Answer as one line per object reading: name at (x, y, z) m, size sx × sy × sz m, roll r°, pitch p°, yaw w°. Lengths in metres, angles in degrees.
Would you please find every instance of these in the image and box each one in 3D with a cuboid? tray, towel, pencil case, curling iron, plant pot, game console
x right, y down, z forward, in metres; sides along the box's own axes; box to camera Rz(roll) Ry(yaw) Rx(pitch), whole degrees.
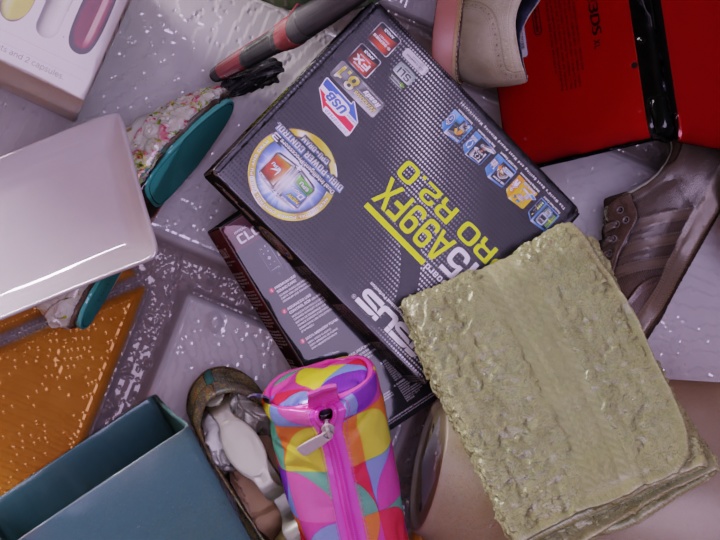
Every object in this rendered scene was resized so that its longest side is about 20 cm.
tray at (-0.231, -0.021, 1.603) m, size 0.199 × 0.022 × 0.108 m, roll -21°, pitch 71°, yaw 13°
towel at (0.123, 0.078, 1.547) m, size 0.148 × 0.037 × 0.201 m, roll -24°, pitch 71°, yaw -11°
pencil case at (-0.009, 0.154, 1.582) m, size 0.088 × 0.088 × 0.201 m, roll -18°, pitch 109°, yaw -10°
curling iron at (-0.037, -0.162, 1.605) m, size 0.049 × 0.200 × 0.026 m, roll -15°, pitch 79°, yaw -39°
plant pot at (0.139, 0.149, 1.619) m, size 0.199 × 0.187 × 0.189 m, roll 11°, pitch 87°, yaw -9°
plant pot at (-0.133, 0.213, 1.598) m, size 0.141 × 0.141 × 0.201 m, roll -33°, pitch 102°, yaw -9°
game console at (0.187, -0.168, 1.696) m, size 0.171 × 0.119 × 0.201 m, roll -13°, pitch 72°, yaw 20°

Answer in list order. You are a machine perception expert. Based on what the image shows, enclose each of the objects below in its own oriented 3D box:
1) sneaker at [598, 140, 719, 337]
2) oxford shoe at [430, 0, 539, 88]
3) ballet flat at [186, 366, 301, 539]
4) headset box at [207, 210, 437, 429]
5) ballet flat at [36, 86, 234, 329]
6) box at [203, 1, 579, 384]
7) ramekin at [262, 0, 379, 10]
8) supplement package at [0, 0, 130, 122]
sneaker at (0.194, -0.012, 1.703) m, size 0.075 × 0.070 × 0.201 m, roll 30°, pitch 78°, yaw 9°
oxford shoe at (0.100, -0.219, 1.650) m, size 0.073 × 0.071 × 0.201 m, roll 8°, pitch 84°, yaw 14°
ballet flat at (-0.054, 0.155, 1.646) m, size 0.070 × 0.071 × 0.201 m, roll -33°, pitch 95°, yaw -9°
headset box at (0.000, 0.000, 1.654) m, size 0.148 × 0.075 × 0.201 m, roll -33°, pitch 95°, yaw -9°
ballet flat at (-0.164, -0.053, 1.632) m, size 0.064 × 0.076 × 0.201 m, roll 32°, pitch 80°, yaw 11°
box at (0.022, -0.051, 1.599) m, size 0.200 × 0.044 × 0.160 m, roll 45°, pitch 79°, yaw -7°
ramekin at (-0.027, -0.270, 1.615) m, size 0.198 × 0.098 × 0.201 m, roll 0°, pitch 66°, yaw -1°
supplement package at (-0.251, -0.194, 1.574) m, size 0.199 × 0.156 × 0.111 m, roll 24°, pitch 84°, yaw -8°
